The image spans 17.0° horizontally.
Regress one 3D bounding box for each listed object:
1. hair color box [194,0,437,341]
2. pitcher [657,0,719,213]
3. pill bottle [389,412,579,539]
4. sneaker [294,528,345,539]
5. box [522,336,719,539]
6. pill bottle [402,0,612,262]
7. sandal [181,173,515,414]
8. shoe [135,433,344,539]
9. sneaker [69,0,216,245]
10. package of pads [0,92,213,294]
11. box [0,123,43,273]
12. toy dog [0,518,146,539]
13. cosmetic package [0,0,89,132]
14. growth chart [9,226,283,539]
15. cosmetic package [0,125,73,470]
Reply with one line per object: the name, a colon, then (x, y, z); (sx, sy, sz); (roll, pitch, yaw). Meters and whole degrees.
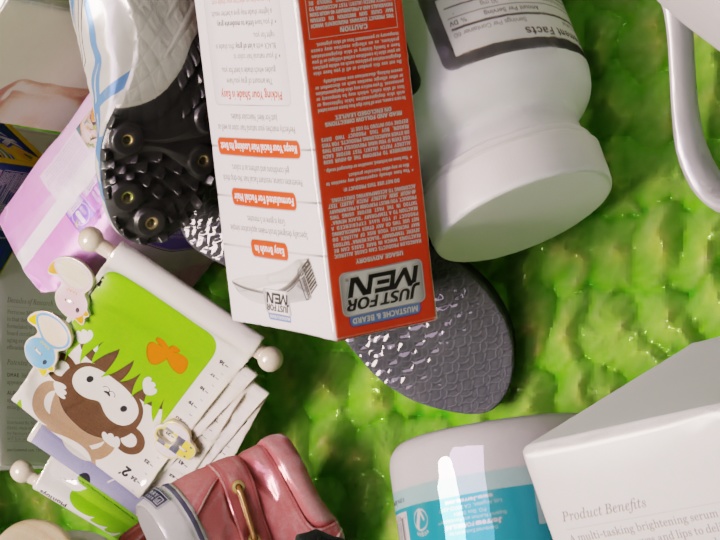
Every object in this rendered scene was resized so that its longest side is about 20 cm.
hair color box: (-0.024, -0.073, 1.165); (0.111, 0.064, 0.202); (8, 105, 60)
pitcher: (0.174, -0.138, 1.120); (0.171, 0.121, 0.201); (-40, 74, 46)
pill bottle: (0.080, 0.175, 1.165); (0.110, 0.110, 0.201); (-15, 78, 36)
sneaker: (0.018, 0.229, 1.212); (0.060, 0.104, 0.201); (-29, 69, 35)
box: (0.178, 0.135, 1.016); (0.106, 0.152, 0.201); (-16, 95, 40)
pill bottle: (0.047, -0.114, 1.206); (0.116, 0.116, 0.201); (-32, 68, 32)
sandal: (0.000, -0.001, 1.254); (0.200, 0.043, 0.076); (35, 106, 8)
shoe: (-0.040, 0.190, 1.283); (0.071, 0.091, 0.201); (9, 124, 68)
sneaker: (-0.112, -0.114, 1.218); (0.072, 0.071, 0.202); (-168, 73, -66)
package of pads: (-0.095, -0.071, 1.313); (0.200, 0.120, 0.076); (-49, 66, 25)
box: (-0.256, 0.004, 1.368); (0.070, 0.064, 0.201); (41, 107, 28)
toy dog: (-0.122, 0.214, 1.317); (0.096, 0.132, 0.201); (-28, 96, -3)
cosmetic package: (-0.165, -0.137, 1.322); (0.087, 0.199, 0.104); (-49, 58, 23)
growth chart: (-0.124, 0.074, 1.312); (0.144, 0.018, 0.201); (26, 128, 3)
cosmetic package: (-0.227, 0.019, 1.435); (0.112, 0.081, 0.202); (-7, 83, 36)
